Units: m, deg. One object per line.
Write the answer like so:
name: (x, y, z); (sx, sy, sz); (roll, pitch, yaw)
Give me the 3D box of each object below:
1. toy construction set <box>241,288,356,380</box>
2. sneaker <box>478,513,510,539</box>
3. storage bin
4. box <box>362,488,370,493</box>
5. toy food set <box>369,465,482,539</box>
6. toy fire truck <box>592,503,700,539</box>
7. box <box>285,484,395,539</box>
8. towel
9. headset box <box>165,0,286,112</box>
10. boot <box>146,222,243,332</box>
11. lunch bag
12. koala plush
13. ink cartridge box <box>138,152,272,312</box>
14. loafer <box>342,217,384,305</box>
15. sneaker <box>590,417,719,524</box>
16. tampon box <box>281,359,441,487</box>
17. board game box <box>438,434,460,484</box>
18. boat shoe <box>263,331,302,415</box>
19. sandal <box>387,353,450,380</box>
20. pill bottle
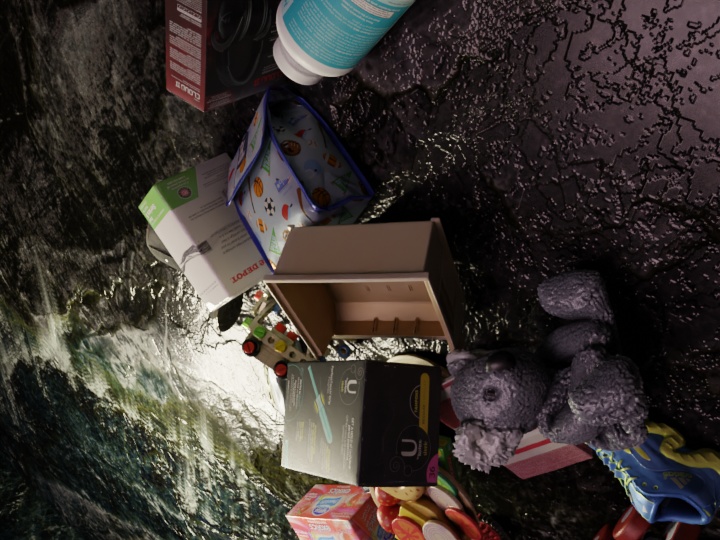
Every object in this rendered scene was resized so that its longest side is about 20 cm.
toy construction set: (-0.111, 0.101, 1.061); (0.200, 0.131, 0.092); (32, 175, 24)
sneaker: (0.186, 0.451, 1.064); (0.095, 0.079, 0.200); (42, 146, -6)
storage bin: (0.017, 0.034, 0.833); (0.199, 0.094, 0.199); (-2, 141, 21)
box: (0.020, 0.275, 1.105); (0.161, 0.049, 0.200); (49, 138, 3)
toy food set: (0.089, 0.352, 0.986); (0.197, 0.049, 0.201); (24, 130, 25)
toy fire truck: (0.331, 0.383, 0.800); (0.112, 0.168, 0.200); (37, 136, 18)
box: (-0.033, 0.473, 1.248); (0.200, 0.095, 0.103); (-18, 104, 47)
towel: (0.184, 0.201, 0.877); (0.200, 0.023, 0.144); (37, 141, -8)
headset box: (-0.159, -0.299, 0.818); (0.077, 0.149, 0.201); (33, 133, 23)
boot: (-0.306, 0.001, 1.209); (0.199, 0.072, 0.183); (16, 113, 27)
lunch bag: (-0.103, -0.122, 0.908); (0.200, 0.124, 0.170); (59, 140, 15)
koala plush: (0.190, 0.130, 0.725); (0.199, 0.178, 0.184); (-17, 135, 13)
ink cartridge box: (-0.219, -0.059, 1.032); (0.084, 0.145, 0.200); (-31, 93, 49)
loafer: (0.000, 0.000, 0.933); (0.070, 0.068, 0.201); (38, 142, 6)
sneaker: (0.313, 0.216, 0.753); (0.199, 0.105, 0.076); (19, 127, 33)
tampon box: (-0.002, 0.199, 0.890); (0.200, 0.126, 0.151); (-13, 71, 55)
board game box: (0.058, 0.297, 1.031); (0.199, 0.029, 0.135); (5, 121, 37)
boat shoe: (-0.145, 0.183, 1.180); (0.062, 0.072, 0.201); (24, 133, 26)
sandal: (0.098, 0.177, 0.952); (0.211, 0.070, 0.078); (9, 122, 39)
pill bottle: (-0.020, -0.288, 0.724); (0.111, 0.111, 0.200); (55, 138, -1)
